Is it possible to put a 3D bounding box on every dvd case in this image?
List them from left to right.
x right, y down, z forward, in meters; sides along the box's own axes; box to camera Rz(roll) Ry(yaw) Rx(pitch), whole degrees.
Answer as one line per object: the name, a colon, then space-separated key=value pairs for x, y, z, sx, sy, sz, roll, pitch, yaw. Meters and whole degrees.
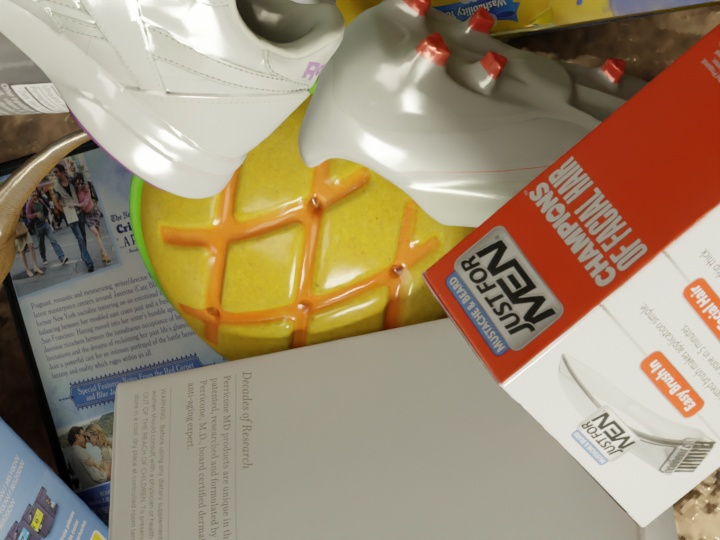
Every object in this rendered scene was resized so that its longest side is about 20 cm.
dvd case: x=-0.084 y=0.035 z=0.987 sx=0.142 sy=0.018 sz=0.201 roll=-14 pitch=95 yaw=26

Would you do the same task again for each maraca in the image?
maraca: x=0.000 y=0.000 z=0.899 sx=0.200 sy=0.107 sz=0.137 roll=36 pitch=122 yaw=-15

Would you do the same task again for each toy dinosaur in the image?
toy dinosaur: x=-0.168 y=-0.009 z=0.963 sx=0.060 sy=0.106 sz=0.200 roll=53 pitch=129 yaw=27

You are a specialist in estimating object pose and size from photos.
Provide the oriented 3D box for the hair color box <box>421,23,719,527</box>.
hair color box: x=0.132 y=-0.019 z=0.727 sx=0.200 sy=0.111 sz=0.064 roll=-40 pitch=46 yaw=5

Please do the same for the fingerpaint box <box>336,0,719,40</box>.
fingerpaint box: x=0.054 y=-0.173 z=0.855 sx=0.199 sy=0.073 sz=0.168 roll=-7 pitch=97 yaw=27

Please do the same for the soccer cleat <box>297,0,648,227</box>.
soccer cleat: x=0.070 y=-0.042 z=0.839 sx=0.199 sy=0.070 sz=0.078 roll=20 pitch=129 yaw=-25

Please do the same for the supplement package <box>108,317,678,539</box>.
supplement package: x=0.017 y=0.101 z=0.855 sx=0.199 sy=0.117 sz=0.118 roll=-12 pitch=51 yaw=12

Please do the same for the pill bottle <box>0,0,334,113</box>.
pill bottle: x=-0.114 y=-0.114 z=0.832 sx=0.199 sy=0.111 sz=0.111 roll=-2 pitch=100 yaw=18

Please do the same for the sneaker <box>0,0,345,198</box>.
sneaker: x=-0.090 y=-0.112 z=0.711 sx=0.099 sy=0.075 sz=0.200 roll=-38 pitch=122 yaw=23

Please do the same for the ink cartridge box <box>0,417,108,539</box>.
ink cartridge box: x=-0.207 y=0.091 z=0.946 sx=0.136 sy=0.200 sz=0.077 roll=6 pitch=59 yaw=32
